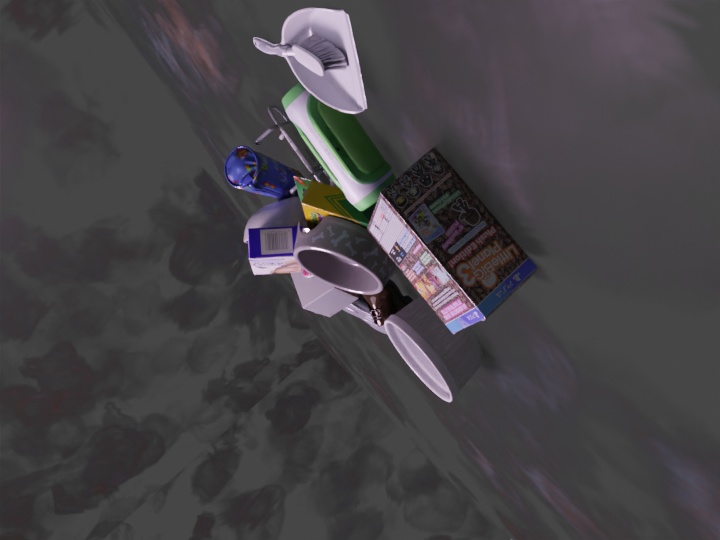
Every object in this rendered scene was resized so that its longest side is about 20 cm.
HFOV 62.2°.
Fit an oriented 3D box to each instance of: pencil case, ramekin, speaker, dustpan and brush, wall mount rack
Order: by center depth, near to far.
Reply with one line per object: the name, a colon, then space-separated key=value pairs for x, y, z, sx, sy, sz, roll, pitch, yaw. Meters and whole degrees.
dustpan and brush: x=-0.080 y=-0.294 z=0.804 sx=0.200 sy=0.057 sz=0.141 roll=41 pitch=156 yaw=41
speaker: x=-0.030 y=-0.192 z=0.892 sx=0.201 sy=0.088 sz=0.088 roll=54 pitch=168 yaw=-9
ramekin: x=0.146 y=0.143 z=1.161 sx=0.201 sy=0.104 sz=0.201 roll=49 pitch=167 yaw=15
wall mount rack: x=-0.131 y=-0.233 z=1.201 sx=0.202 sy=0.074 sz=0.174 roll=54 pitch=-159 yaw=-6
pencil case: x=-0.187 y=-0.186 z=1.206 sx=0.088 sy=0.078 sz=0.199 roll=57 pitch=-162 yaw=18

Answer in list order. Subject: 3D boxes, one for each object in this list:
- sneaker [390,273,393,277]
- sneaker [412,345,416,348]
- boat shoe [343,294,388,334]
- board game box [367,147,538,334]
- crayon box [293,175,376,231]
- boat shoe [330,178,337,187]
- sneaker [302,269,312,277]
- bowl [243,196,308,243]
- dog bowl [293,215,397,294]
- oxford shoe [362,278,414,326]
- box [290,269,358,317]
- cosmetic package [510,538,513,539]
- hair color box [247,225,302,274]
sneaker: x=0.000 y=0.000 z=1.320 sx=0.080 sy=0.095 sz=0.199 roll=57 pitch=166 yaw=-20
sneaker: x=0.136 y=0.166 z=1.351 sx=0.099 sy=0.078 sz=0.200 roll=40 pitch=-177 yaw=2
boat shoe: x=0.034 y=0.097 z=1.543 sx=0.197 sy=0.072 sz=0.072 roll=30 pitch=152 yaw=6
board game box: x=0.113 y=-0.031 z=0.796 sx=0.201 sy=0.096 sz=0.160 roll=50 pitch=168 yaw=5
crayon box: x=-0.027 y=-0.089 z=1.049 sx=0.196 sy=0.052 sz=0.127 roll=19 pitch=160 yaw=11
boat shoe: x=-0.032 y=-0.126 z=1.131 sx=0.072 sy=0.068 sz=0.201 roll=46 pitch=167 yaw=23
sneaker: x=-0.061 y=-0.024 z=1.300 sx=0.086 sy=0.076 sz=0.199 roll=10 pitch=161 yaw=-29
bowl: x=-0.132 y=-0.101 z=1.278 sx=0.197 sy=0.197 sz=0.077 roll=-9 pitch=80 yaw=43
dog bowl: x=-0.031 y=-0.021 z=1.066 sx=0.196 sy=0.060 sz=0.201 roll=20 pitch=160 yaw=7
oxford shoe: x=0.046 y=0.068 z=1.246 sx=0.072 sy=0.086 sz=0.199 roll=-10 pitch=141 yaw=46
box: x=-0.102 y=-0.007 z=1.444 sx=0.124 sy=0.096 sz=0.203 roll=26 pitch=-143 yaw=-59
cosmetic package: x=0.637 y=1.176 z=2.378 sx=0.106 sy=0.090 sz=0.202 roll=30 pitch=153 yaw=52
hair color box: x=-0.172 y=-0.038 z=1.221 sx=0.200 sy=0.107 sz=0.066 roll=135 pitch=131 yaw=-80
